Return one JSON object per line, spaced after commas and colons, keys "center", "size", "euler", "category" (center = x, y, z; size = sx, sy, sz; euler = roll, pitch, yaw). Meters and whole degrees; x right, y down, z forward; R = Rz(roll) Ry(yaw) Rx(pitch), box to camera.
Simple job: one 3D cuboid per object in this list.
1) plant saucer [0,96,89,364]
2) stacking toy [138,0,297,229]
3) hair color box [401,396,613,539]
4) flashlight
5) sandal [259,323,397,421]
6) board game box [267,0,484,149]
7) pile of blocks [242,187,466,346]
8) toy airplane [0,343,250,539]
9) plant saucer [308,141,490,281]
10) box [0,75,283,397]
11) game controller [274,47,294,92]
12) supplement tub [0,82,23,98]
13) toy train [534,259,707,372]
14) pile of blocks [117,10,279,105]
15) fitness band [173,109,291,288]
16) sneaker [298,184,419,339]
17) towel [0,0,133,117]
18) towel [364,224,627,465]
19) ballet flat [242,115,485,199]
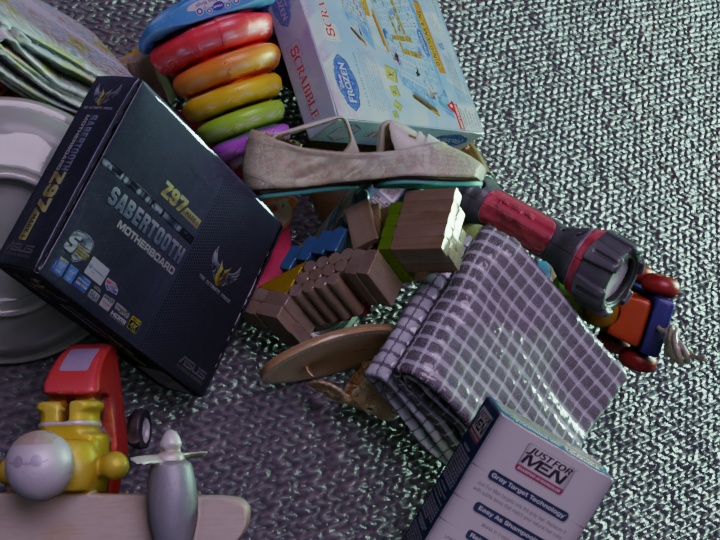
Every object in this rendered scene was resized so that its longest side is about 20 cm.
{"center": [-0.258, -0.023, 0.912], "size": [0.198, 0.050, 0.202], "euler": [-4, 105, -15], "category": "plant saucer"}
{"center": [-0.100, -0.126, 1.042], "size": [0.115, 0.110, 0.202], "euler": [-19, 95, -15], "category": "stacking toy"}
{"center": [0.089, 0.207, 0.926], "size": [0.100, 0.061, 0.201], "euler": [30, 95, -7], "category": "hair color box"}
{"center": [0.143, -0.035, 1.070], "size": [0.199, 0.068, 0.068], "euler": [33, 51, 30], "category": "flashlight"}
{"center": [0.024, 0.087, 1.031], "size": [0.210, 0.078, 0.070], "euler": [-9, 64, -35], "category": "sandal"}
{"center": [0.007, -0.208, 1.123], "size": [0.199, 0.041, 0.202], "euler": [0, 67, -47], "category": "board game box"}
{"center": [0.000, 0.000, 1.004], "size": [0.062, 0.199, 0.083], "euler": [52, 21, -44], "category": "pile of blocks"}
{"center": [-0.203, 0.160, 0.841], "size": [0.200, 0.141, 0.199], "euler": [-39, 63, -13], "category": "toy airplane"}
{"center": [0.048, -0.086, 1.170], "size": [0.198, 0.035, 0.202], "euler": [11, 57, -17], "category": "plant saucer"}
{"center": [-0.153, -0.021, 0.924], "size": [0.200, 0.051, 0.159], "euler": [48, 59, -47], "category": "box"}
{"center": [0.006, -0.207, 1.218], "size": [0.198, 0.042, 0.105], "euler": [-3, 60, -25], "category": "game controller"}
{"center": [-0.277, -0.094, 0.986], "size": [0.199, 0.107, 0.107], "euler": [35, 53, -1], "category": "supplement tub"}
{"center": [0.212, 0.036, 1.084], "size": [0.115, 0.200, 0.085], "euler": [14, 97, -7], "category": "toy train"}
{"center": [-0.135, -0.199, 1.142], "size": [0.199, 0.082, 0.063], "euler": [-28, 119, -15], "category": "pile of blocks"}
{"center": [-0.140, -0.051, 1.068], "size": [0.143, 0.037, 0.201], "euler": [-12, 66, -26], "category": "fitness band"}
{"center": [-0.007, -0.028, 1.058], "size": [0.077, 0.086, 0.201], "euler": [30, 73, -1], "category": "sneaker"}
{"center": [-0.259, -0.177, 0.997], "size": [0.171, 0.048, 0.200], "euler": [29, 13, -44], "category": "towel"}
{"center": [0.117, 0.087, 1.021], "size": [0.200, 0.085, 0.166], "euler": [47, 55, -22], "category": "towel"}
{"center": [0.005, -0.092, 0.999], "size": [0.198, 0.067, 0.063], "euler": [-4, 95, -10], "category": "ballet flat"}
